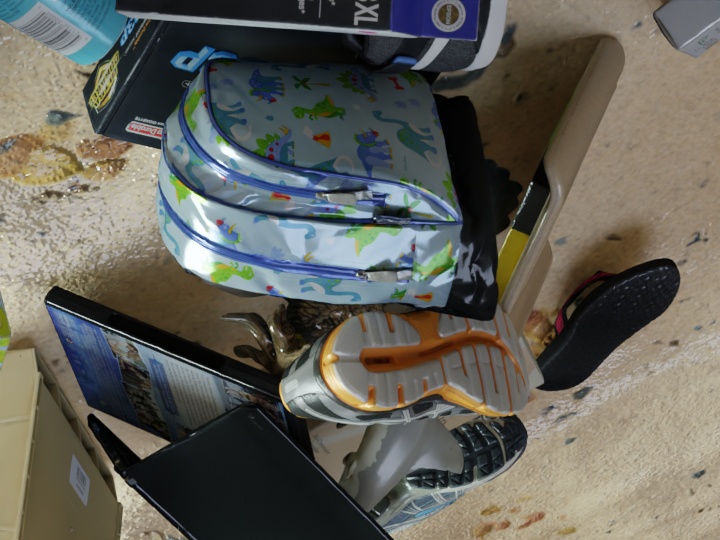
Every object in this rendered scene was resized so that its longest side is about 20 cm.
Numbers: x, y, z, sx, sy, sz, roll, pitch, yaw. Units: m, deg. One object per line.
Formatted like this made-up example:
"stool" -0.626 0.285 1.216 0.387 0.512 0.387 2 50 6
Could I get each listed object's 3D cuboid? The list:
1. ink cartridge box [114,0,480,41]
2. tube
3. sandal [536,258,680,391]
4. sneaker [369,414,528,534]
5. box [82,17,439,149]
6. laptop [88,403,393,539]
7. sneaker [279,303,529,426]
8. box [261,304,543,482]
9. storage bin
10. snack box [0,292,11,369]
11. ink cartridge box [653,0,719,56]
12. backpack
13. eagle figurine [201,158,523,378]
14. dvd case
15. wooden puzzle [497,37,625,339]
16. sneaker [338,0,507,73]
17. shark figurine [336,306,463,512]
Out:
"ink cartridge box" -0.032 -0.179 0.873 0.198 0.037 0.095 4 95 2
"tube" -0.216 -0.180 0.874 0.077 0.051 0.200 -44 132 18
"sandal" 0.194 0.038 1.334 0.075 0.045 0.200 4 149 -22
"sneaker" 0.058 0.177 1.408 0.199 0.078 0.086 -25 154 13
"box" -0.050 -0.135 1.003 0.199 0.046 0.159 12 130 -37
"laptop" -0.085 0.157 1.155 0.103 0.200 0.177 -45 113 -6
"sneaker" 0.032 0.061 1.010 0.199 0.079 0.077 6 156 -45
"box" 0.034 0.083 1.269 0.199 0.078 0.095 -28 140 6
"storage bin" -0.251 0.192 1.164 0.093 0.200 0.201 -7 142 8
"snack box" -0.275 -0.020 0.850 0.141 0.201 0.053 2 133 -29
"ink cartridge box" 0.286 -0.211 1.045 0.199 0.037 0.095 -34 174 18
"backpack" -0.023 -0.053 0.961 0.198 0.164 0.154 -5 135 0
"eagle figurine" 0.004 0.006 1.111 0.200 0.151 0.151 -48 127 -24
"dvd case" -0.124 0.089 1.133 0.018 0.199 0.143 -57 157 -30
"wooden puzzle" 0.125 -0.041 1.116 0.037 0.185 0.201 21 130 8
"sneaker" 0.035 -0.202 0.909 0.111 0.073 0.201 -11 122 -29
"shark figurine" 0.025 0.142 1.167 0.089 0.128 0.215 22 105 -19
